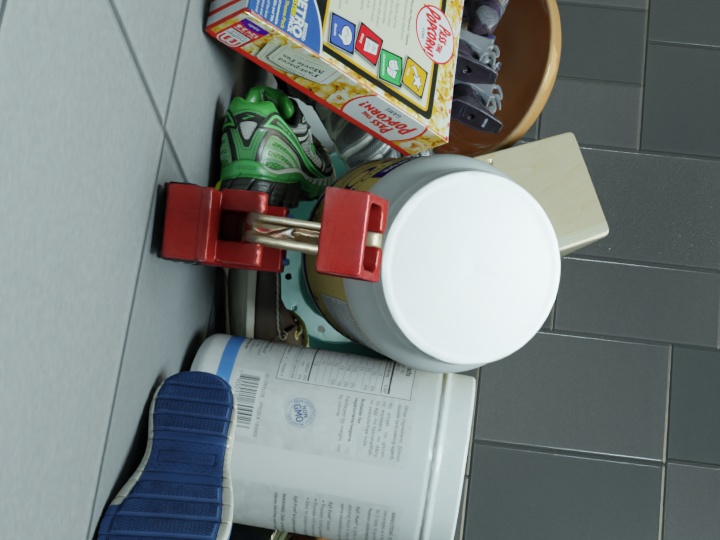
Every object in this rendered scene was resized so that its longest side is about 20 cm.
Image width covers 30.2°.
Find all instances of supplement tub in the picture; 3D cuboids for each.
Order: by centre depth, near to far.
[{"bbox_3d":[0.045,-0.007,0.935,0.200,0.144,0.147,-168,-96,-75],"label":"supplement tub"},{"bbox_3d":[-0.024,0.123,0.950,0.132,0.198,0.134,10,90,-87],"label":"supplement tub"}]

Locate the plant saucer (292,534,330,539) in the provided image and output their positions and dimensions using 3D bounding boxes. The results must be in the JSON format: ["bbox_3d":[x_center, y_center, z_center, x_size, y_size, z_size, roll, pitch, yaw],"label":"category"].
[{"bbox_3d":[-0.065,0.273,1.055,0.201,0.037,0.200,-58,-173,11],"label":"plant saucer"}]

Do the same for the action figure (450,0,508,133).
[{"bbox_3d":[0.112,-0.219,1.214,0.131,0.069,0.201,100,4,-47],"label":"action figure"}]

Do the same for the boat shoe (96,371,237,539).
[{"bbox_3d":[-0.106,0.150,0.793,0.201,0.071,0.073,-77,173,-55],"label":"boat shoe"}]

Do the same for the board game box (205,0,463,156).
[{"bbox_3d":[-0.009,-0.193,0.950,0.199,0.046,0.153,28,61,-38],"label":"board game box"}]

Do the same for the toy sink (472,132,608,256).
[{"bbox_3d":[0.117,-0.045,1.286,0.200,0.129,0.113,-30,-102,60],"label":"toy sink"}]

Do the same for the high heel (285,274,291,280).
[{"bbox_3d":[-0.042,-0.041,1.396,0.200,0.071,0.144,-68,170,-65],"label":"high heel"}]

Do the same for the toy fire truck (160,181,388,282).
[{"bbox_3d":[-0.050,-0.023,0.834,0.200,0.139,0.049,25,71,-85],"label":"toy fire truck"}]

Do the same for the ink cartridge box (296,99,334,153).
[{"bbox_3d":[0.006,-0.191,1.265,0.145,0.143,0.203,48,50,-84],"label":"ink cartridge box"}]

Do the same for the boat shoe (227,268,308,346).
[{"bbox_3d":[-0.073,0.063,1.054,0.072,0.059,0.202,-113,-157,-54],"label":"boat shoe"}]

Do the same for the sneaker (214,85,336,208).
[{"bbox_3d":[-0.058,-0.096,1.020,0.200,0.077,0.086,-48,143,-81],"label":"sneaker"}]

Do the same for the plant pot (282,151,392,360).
[{"bbox_3d":[0.000,0.000,1.196,0.161,0.198,0.203,158,-60,-74],"label":"plant pot"}]

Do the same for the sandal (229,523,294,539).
[{"bbox_3d":[-0.086,0.198,1.011,0.058,0.079,0.202,91,24,-57],"label":"sandal"}]

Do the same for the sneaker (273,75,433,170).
[{"bbox_3d":[-0.013,-0.138,1.088,0.201,0.075,0.115,56,-7,1],"label":"sneaker"}]

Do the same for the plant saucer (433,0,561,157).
[{"bbox_3d":[0.125,-0.202,1.303,0.199,0.037,0.203,-17,-111,49],"label":"plant saucer"}]
